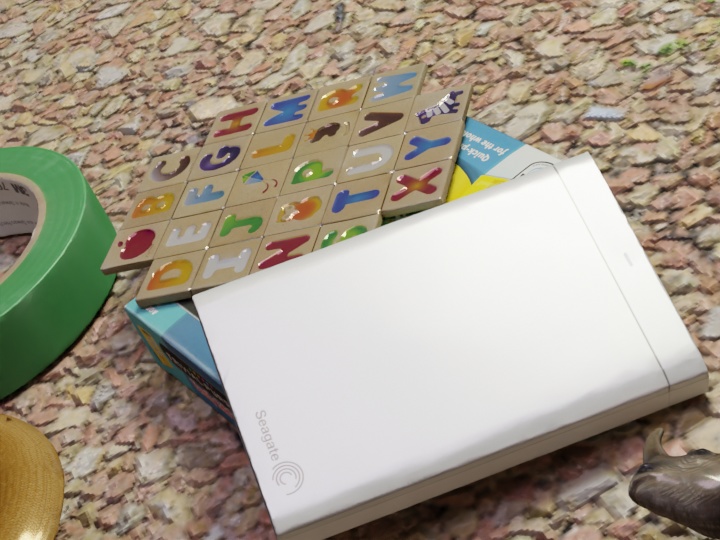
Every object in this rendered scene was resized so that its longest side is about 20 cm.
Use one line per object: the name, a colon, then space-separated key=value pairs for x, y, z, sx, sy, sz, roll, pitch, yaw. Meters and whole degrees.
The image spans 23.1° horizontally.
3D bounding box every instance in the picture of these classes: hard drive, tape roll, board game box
hard drive: x=0.037 y=0.033 z=0.795 sx=0.200 sy=0.027 sz=0.132 roll=-20 pitch=57 yaw=-4
tape roll: x=-0.240 y=0.008 z=1.032 sx=0.200 sy=0.048 sz=0.201 roll=-17 pitch=37 yaw=13
board game box: x=0.000 y=0.000 z=0.896 sx=0.200 sy=0.047 sz=0.151 roll=-39 pitch=37 yaw=-16

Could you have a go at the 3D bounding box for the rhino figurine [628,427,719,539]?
rhino figurine: x=0.168 y=0.107 z=0.648 sx=0.087 sy=0.060 sz=0.200 roll=-23 pitch=32 yaw=-19

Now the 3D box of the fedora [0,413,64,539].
fedora: x=-0.204 y=0.153 z=0.804 sx=0.200 sy=0.082 sz=0.201 roll=-20 pitch=31 yaw=13

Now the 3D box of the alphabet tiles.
alphabet tiles: x=-0.039 y=-0.048 z=0.935 sx=0.200 sy=0.006 sz=0.167 roll=-11 pitch=37 yaw=24
